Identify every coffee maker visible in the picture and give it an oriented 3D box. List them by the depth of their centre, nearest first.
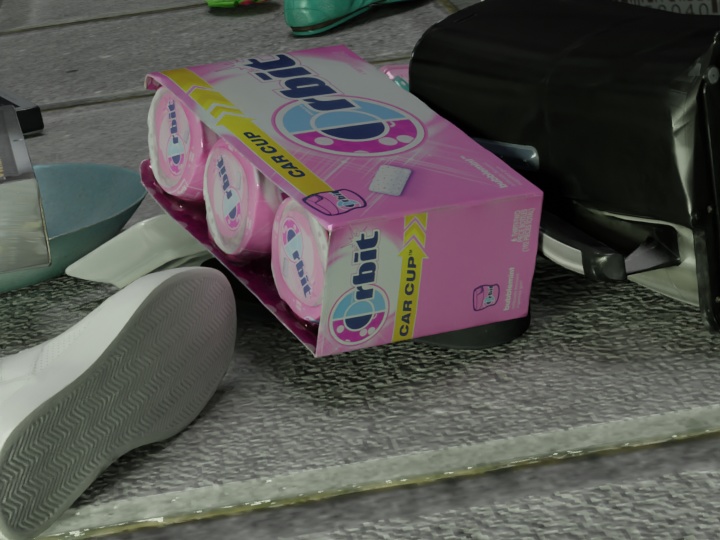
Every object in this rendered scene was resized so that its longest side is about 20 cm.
[{"bbox_3d":[0.130,-0.083,0.985,0.134,0.194,0.199,5,8,-39],"label":"coffee maker"}]

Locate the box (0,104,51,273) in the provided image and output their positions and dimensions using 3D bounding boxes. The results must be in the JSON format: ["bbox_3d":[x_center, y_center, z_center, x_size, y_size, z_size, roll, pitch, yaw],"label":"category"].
[{"bbox_3d":[-0.253,-0.036,1.115,0.157,0.049,0.200,-10,17,-11],"label":"box"}]

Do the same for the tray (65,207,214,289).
[{"bbox_3d":[-0.051,-0.025,1.116,0.199,0.022,0.107,-15,-5,-33],"label":"tray"}]

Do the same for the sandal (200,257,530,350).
[{"bbox_3d":[0.000,0.000,1.024,0.199,0.045,0.075,8,24,42],"label":"sandal"}]

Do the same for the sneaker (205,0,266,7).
[{"bbox_3d":[-0.125,-0.309,2.061,0.076,0.084,0.200,-10,16,-8],"label":"sneaker"}]

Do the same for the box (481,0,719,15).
[{"bbox_3d":[0.191,-0.144,1.155,0.198,0.202,0.171,2,21,32],"label":"box"}]

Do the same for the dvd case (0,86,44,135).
[{"bbox_3d":[-0.358,-0.108,1.587,0.199,0.025,0.150,-15,18,-22],"label":"dvd case"}]

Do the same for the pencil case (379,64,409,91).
[{"bbox_3d":[0.074,-0.103,1.276,0.199,0.088,0.087,-22,22,-39],"label":"pencil case"}]

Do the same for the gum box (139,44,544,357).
[{"bbox_3d":[-0.016,-0.041,0.987,0.113,0.067,0.200,-10,31,-28],"label":"gum box"}]

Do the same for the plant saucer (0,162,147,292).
[{"bbox_3d":[-0.217,-0.018,1.196,0.199,0.039,0.201,-7,17,2],"label":"plant saucer"}]

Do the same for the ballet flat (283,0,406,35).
[{"bbox_3d":[0.002,-0.268,1.890,0.067,0.071,0.200,5,20,38],"label":"ballet flat"}]

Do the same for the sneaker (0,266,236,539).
[{"bbox_3d":[-0.143,0.045,0.886,0.115,0.074,0.200,5,21,27],"label":"sneaker"}]
